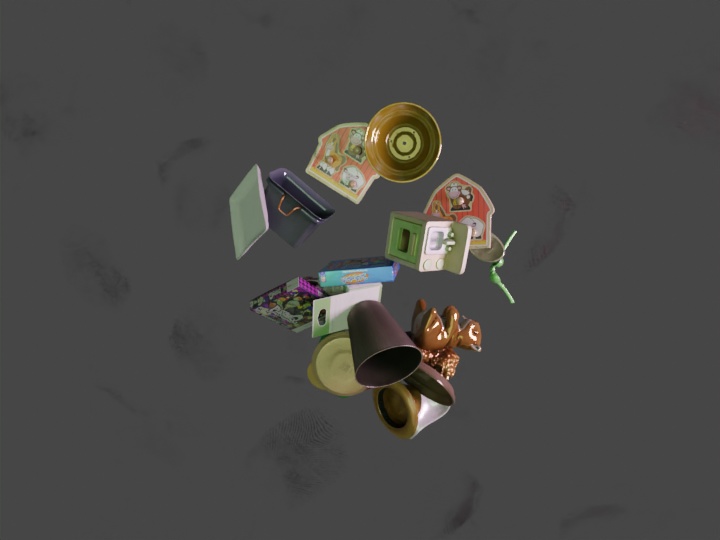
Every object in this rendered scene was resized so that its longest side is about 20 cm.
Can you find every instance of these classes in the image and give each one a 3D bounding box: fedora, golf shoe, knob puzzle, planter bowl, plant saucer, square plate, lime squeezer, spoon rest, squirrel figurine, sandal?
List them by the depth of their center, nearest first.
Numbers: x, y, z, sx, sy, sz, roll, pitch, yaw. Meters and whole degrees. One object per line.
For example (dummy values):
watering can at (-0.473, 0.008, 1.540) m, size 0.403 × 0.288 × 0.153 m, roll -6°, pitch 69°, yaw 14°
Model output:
planter bowl at (0.113, -0.334, 1.383) m, size 0.199 × 0.083 × 0.202 m, roll 2°, pitch 102°, yaw 9°
knob puzzle at (0.253, -0.156, 1.390) m, size 0.219 × 0.030 × 0.221 m, roll 1°, pitch 92°, yaw 32°
sandal at (0.301, -0.098, 1.409) m, size 0.201 × 0.057 × 0.080 m, roll 46°, pitch 101°, yaw 3°
lime squeezer at (0.387, -0.007, 1.429) m, size 0.070 × 0.038 × 0.201 m, roll 0°, pitch 101°, yaw 10°
knob puzzle at (-0.032, -0.311, 1.435) m, size 0.218 × 0.030 × 0.221 m, roll 2°, pitch 102°, yaw 10°
plant saucer at (0.176, 0.299, 1.439) m, size 0.200 × 0.200 × 0.030 m, roll 37°, pitch 69°, yaw 1°
square plate at (-0.304, -0.157, 1.446) m, size 0.198 × 0.028 × 0.201 m, roll -34°, pitch 61°, yaw 47°
squirrel figurine at (0.235, 0.196, 1.453) m, size 0.186 × 0.141 × 0.201 m, roll 18°, pitch 88°, yaw -12°
fedora at (0.117, 0.380, 1.504) m, size 0.200 × 0.082 × 0.202 m, roll 28°, pitch 126°, yaw 46°
golf shoe at (-0.091, 0.058, 1.504) m, size 0.199 × 0.092 × 0.073 m, roll -1°, pitch 99°, yaw 9°
spoon rest at (0.188, 0.421, 1.548) m, size 0.099 × 0.061 × 0.201 m, roll 33°, pitch 107°, yaw 2°

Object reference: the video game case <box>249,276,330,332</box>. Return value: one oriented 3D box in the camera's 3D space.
video game case at (-0.177, 0.101, 1.476) m, size 0.181 × 0.200 × 0.036 m, roll -25°, pitch 52°, yaw 25°

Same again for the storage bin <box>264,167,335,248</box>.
storage bin at (-0.195, -0.162, 1.458) m, size 0.200 × 0.146 × 0.135 m, roll 39°, pitch 116°, yaw 0°

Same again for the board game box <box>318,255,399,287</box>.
board game box at (0.000, 0.000, 1.443) m, size 0.199 × 0.152 × 0.045 m, roll -4°, pitch 102°, yaw 12°

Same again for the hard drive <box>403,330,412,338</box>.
hard drive at (0.077, 0.255, 1.540) m, size 0.199 × 0.042 × 0.136 m, roll -18°, pitch 98°, yaw 13°

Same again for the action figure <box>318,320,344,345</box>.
action figure at (-0.081, 0.212, 1.555) m, size 0.117 × 0.055 × 0.201 m, roll 5°, pitch 99°, yaw 11°

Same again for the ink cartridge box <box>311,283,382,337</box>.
ink cartridge box at (-0.043, 0.101, 1.452) m, size 0.199 × 0.048 × 0.146 m, roll -10°, pitch 131°, yaw -18°

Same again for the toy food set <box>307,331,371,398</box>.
toy food set at (-0.043, 0.269, 1.503) m, size 0.197 × 0.049 × 0.201 m, roll 20°, pitch 100°, yaw -3°

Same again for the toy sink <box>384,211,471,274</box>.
toy sink at (0.169, -0.072, 1.365) m, size 0.200 × 0.112 × 0.131 m, roll 24°, pitch 112°, yaw 47°

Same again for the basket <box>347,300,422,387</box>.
basket at (0.045, 0.183, 1.387) m, size 0.179 × 0.200 × 0.137 m, roll -17°, pitch 130°, yaw -6°
